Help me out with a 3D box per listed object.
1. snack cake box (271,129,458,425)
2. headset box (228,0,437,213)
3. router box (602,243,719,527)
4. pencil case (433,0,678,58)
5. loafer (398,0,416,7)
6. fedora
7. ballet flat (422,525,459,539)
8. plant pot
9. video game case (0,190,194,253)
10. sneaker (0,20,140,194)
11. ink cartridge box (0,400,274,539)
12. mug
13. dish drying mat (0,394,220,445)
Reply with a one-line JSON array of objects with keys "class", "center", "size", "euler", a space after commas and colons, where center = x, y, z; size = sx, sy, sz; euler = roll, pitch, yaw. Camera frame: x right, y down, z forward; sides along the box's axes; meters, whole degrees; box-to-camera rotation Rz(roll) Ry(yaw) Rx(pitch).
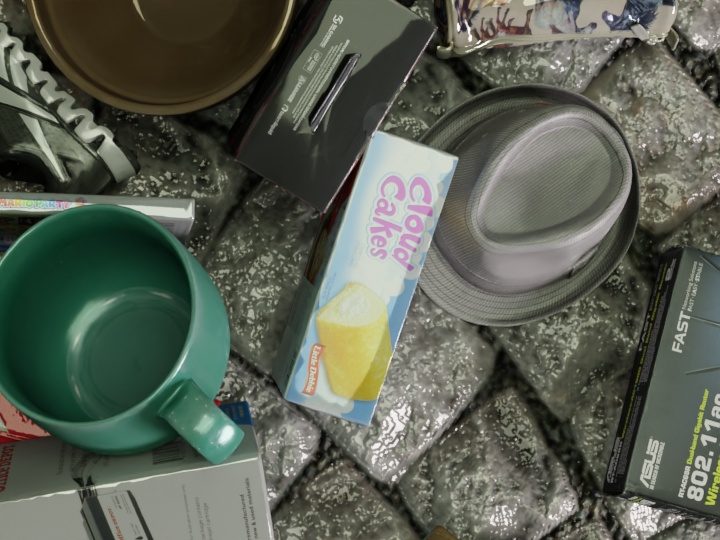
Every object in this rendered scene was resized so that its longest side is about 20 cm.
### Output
[{"class": "snack cake box", "center": [0.000, 0.000, 1.358], "size": [0.067, 0.115, 0.201], "euler": [18, 93, -8]}, {"class": "headset box", "center": [-0.024, -0.130, 1.325], "size": [0.077, 0.200, 0.149], "euler": [30, 96, -9]}, {"class": "router box", "center": [0.283, 0.095, 1.440], "size": [0.149, 0.062, 0.201], "euler": [16, 82, -6]}, {"class": "pencil case", "center": [0.147, -0.207, 1.440], "size": [0.199, 0.078, 0.090], "euler": [-7, 66, -11]}, {"class": "loafer", "center": [-0.040, -0.258, 1.418], "size": [0.200, 0.070, 0.068], "euler": [29, 81, -6]}, {"class": "fedora", "center": [0.127, -0.055, 1.414], "size": [0.199, 0.090, 0.177], "euler": [-28, 89, -11]}, {"class": "ballet flat", "center": [0.128, 0.245, 1.406], "size": [0.199, 0.068, 0.073], "euler": [24, 62, -3]}, {"class": "plant pot", "center": [-0.136, -0.211, 1.373], "size": [0.200, 0.093, 0.202], "euler": [0, 91, 8]}, {"class": "video game case", "center": [-0.221, -0.032, 1.327], "size": [0.199, 0.143, 0.018], "euler": [2, 79, -9]}, {"class": "sneaker", "center": [-0.257, -0.115, 1.360], "size": [0.200, 0.066, 0.090], "euler": [44, 78, 7]}, {"class": "ink cartridge box", "center": [-0.165, 0.161, 1.303], "size": [0.199, 0.145, 0.085], "euler": [-9, 101, -5]}, {"class": "mug", "center": [-0.160, 0.060, 1.256], "size": [0.151, 0.114, 0.186], "euler": [-16, 68, 7]}, {"class": "dish drying mat", "center": [-0.208, 0.104, 1.379], "size": [0.199, 0.018, 0.077], "euler": [17, 82, -7]}]
